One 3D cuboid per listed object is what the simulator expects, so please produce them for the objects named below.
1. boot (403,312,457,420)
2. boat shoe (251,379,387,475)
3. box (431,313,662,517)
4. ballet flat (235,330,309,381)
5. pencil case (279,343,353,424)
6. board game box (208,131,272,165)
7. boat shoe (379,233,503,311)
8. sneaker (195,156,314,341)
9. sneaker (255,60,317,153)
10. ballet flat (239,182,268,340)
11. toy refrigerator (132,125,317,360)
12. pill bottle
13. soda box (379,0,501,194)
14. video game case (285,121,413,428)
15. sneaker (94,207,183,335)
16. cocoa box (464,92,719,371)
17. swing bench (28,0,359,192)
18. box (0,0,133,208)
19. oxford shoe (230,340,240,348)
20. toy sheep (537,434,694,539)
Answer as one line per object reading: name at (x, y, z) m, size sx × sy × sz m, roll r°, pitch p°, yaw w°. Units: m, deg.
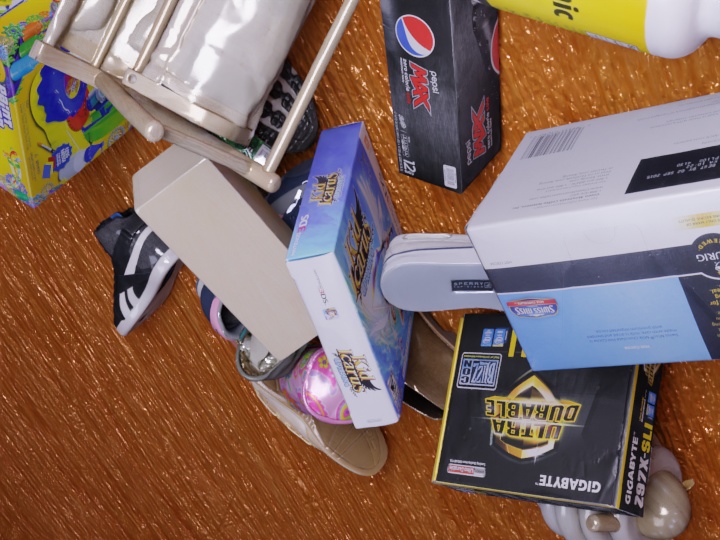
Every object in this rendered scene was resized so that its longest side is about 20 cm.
boot at (0.032, 0.069, 1.102) m, size 0.199 × 0.076 × 0.074 m, roll 38°, pitch 148°, yaw 9°
boat shoe at (-0.052, 0.170, 1.308) m, size 0.200 × 0.074 × 0.069 m, roll 43°, pitch 158°, yaw 2°
box at (0.161, 0.119, 0.953) m, size 0.049 × 0.162 × 0.198 m, roll 25°, pitch 162°, yaw -40°
ballet flat at (-0.062, 0.035, 1.089) m, size 0.067 × 0.063 × 0.201 m, roll 45°, pitch 117°, yaw 23°
pencil case at (-0.035, 0.117, 1.161) m, size 0.087 × 0.087 × 0.200 m, roll 45°, pitch 169°, yaw -5°
board game box at (-0.123, -0.120, 1.002) m, size 0.104 × 0.024 × 0.200 m, roll 38°, pitch 177°, yaw -7°
boat shoe at (0.118, -0.008, 0.936) m, size 0.199 × 0.087 × 0.075 m, roll -1°, pitch 129°, yaw 8°
sneaker at (-0.076, -0.015, 1.039) m, size 0.070 × 0.082 × 0.200 m, roll 26°, pitch 114°, yaw -37°
sneaker at (-0.119, -0.178, 1.015) m, size 0.199 × 0.077 × 0.089 m, roll 38°, pitch 177°, yaw 4°
ballet flat at (-0.098, -0.015, 1.135) m, size 0.068 × 0.075 × 0.202 m, roll 39°, pitch 137°, yaw 39°
toy refrigerator at (-0.103, -0.022, 0.940) m, size 0.200 × 0.075 × 0.070 m, roll 49°, pitch -169°, yaw -33°
pill bottle at (0.163, -0.192, 0.653) m, size 0.198 × 0.111 × 0.112 m, roll 23°, pitch 142°, yaw 25°
soda box at (0.062, -0.162, 0.822) m, size 0.063 × 0.071 × 0.202 m, roll 22°, pitch 140°, yaw 29°
video game case at (0.000, 0.000, 0.954) m, size 0.045 × 0.201 × 0.183 m, roll -11°, pitch 125°, yaw 16°
sneaker at (-0.285, -0.009, 1.349) m, size 0.112 × 0.073 × 0.200 m, roll 44°, pitch 138°, yaw 3°
cocoa box at (0.200, -0.025, 0.755) m, size 0.198 × 0.134 × 0.132 m, roll -8°, pitch 122°, yaw 38°
swing bench at (-0.116, -0.199, 0.812) m, size 0.129 × 0.201 × 0.199 m, roll 20°, pitch -169°, yaw -48°
box at (-0.291, -0.208, 1.022) m, size 0.121 × 0.193 × 0.201 m, roll 31°, pitch 145°, yaw 15°
oxford shoe at (-0.118, 0.032, 1.217) m, size 0.074 × 0.071 × 0.202 m, roll 1°, pitch 128°, yaw 41°
toy sheep at (0.216, 0.192, 1.003) m, size 0.199 × 0.137 × 0.139 m, roll 22°, pitch 143°, yaw 49°
